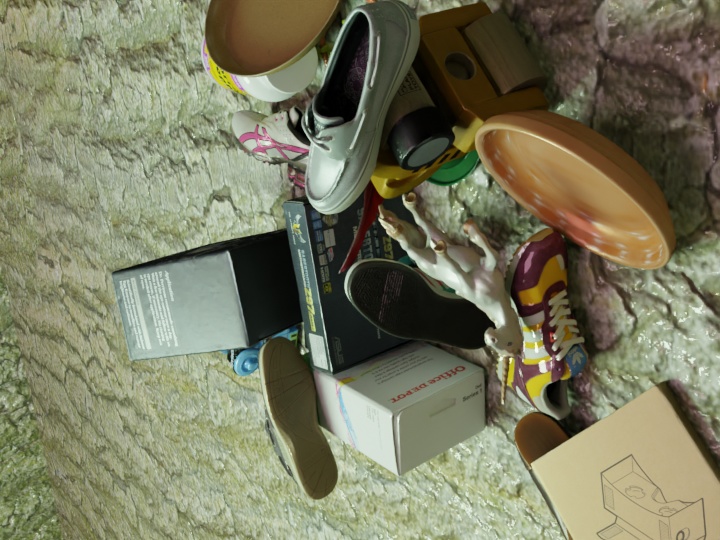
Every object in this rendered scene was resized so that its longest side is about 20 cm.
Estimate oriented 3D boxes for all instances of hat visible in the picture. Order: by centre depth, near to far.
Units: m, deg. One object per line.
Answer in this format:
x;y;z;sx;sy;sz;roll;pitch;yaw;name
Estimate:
0.021;-0.147;1.001;0.202;0.174;0.167;56;143;22;hat

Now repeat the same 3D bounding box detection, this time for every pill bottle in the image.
-0.125;-0.269;1.199;0.199;0.102;0.107;30;129;59;pill bottle

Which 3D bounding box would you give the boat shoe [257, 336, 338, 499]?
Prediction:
-0.086;0.178;1.149;0.064;0.071;0.204;-4;109;52;boat shoe

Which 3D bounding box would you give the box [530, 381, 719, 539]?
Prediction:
0.273;0.232;0.898;0.163;0.021;0.202;-40;70;31;box

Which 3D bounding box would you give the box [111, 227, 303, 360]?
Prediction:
-0.168;0.025;1.203;0.196;0.196;0.120;-8;97;32;box

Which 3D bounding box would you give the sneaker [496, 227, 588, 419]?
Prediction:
0.191;0.054;0.945;0.090;0.074;0.203;39;144;40;sneaker

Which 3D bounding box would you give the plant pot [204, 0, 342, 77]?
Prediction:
-0.093;-0.305;1.089;0.196;0.027;0.204;-14;62;27;plant pot

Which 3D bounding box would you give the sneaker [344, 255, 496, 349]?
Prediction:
0.050;0.018;1.051;0.085;0.197;0.121;-64;32;8;sneaker

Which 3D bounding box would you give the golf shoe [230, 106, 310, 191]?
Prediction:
-0.095;-0.180;1.261;0.198;0.072;0.094;31;124;32;golf shoe

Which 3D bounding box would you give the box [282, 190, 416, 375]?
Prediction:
0.000;0.000;1.120;0.051;0.155;0.205;9;112;52;box

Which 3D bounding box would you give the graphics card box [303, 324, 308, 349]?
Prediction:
-0.029;0.027;1.273;0.124;0.050;0.205;23;122;49;graphics card box

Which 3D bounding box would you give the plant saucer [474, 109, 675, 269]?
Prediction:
0.189;-0.075;0.831;0.199;0.038;0.200;37;173;5;plant saucer

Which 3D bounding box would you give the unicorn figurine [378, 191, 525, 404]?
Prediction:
0.097;0.004;0.917;0.138;0.073;0.201;53;-177;-42;unicorn figurine

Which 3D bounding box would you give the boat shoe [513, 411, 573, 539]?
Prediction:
0.228;0.236;0.989;0.203;0.069;0.070;62;-177;18;boat shoe

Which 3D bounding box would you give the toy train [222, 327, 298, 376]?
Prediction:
-0.149;0.066;1.409;0.087;0.112;0.204;41;136;41;toy train

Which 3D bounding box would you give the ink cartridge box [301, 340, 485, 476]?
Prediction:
0.035;0.147;1.149;0.198;0.143;0.086;22;124;49;ink cartridge box

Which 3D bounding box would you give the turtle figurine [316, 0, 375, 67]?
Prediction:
-0.010;-0.228;1.106;0.199;0.063;0.165;-169;83;-67;turtle figurine

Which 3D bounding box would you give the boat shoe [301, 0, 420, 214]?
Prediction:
-0.017;-0.138;0.822;0.070;0.071;0.203;43;125;30;boat shoe

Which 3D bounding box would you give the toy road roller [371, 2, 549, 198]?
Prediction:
0.068;-0.154;0.921;0.124;0.197;0.146;61;154;16;toy road roller
